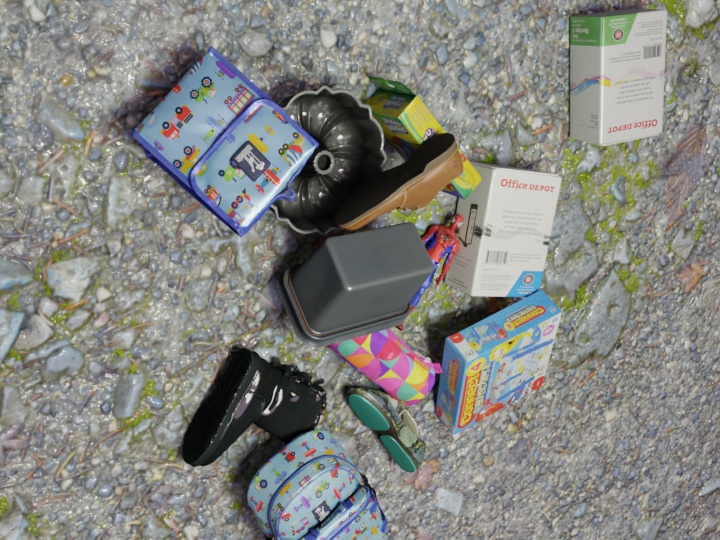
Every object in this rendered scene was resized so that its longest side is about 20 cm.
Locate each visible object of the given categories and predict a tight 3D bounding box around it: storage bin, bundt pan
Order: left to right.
[{"bbox_3d":[-0.065,-0.156,1.248,0.199,0.076,0.206,-9,108,-27],"label":"bundt pan"},{"bbox_3d":[0.000,0.000,1.267,0.197,0.134,0.147,-12,68,-34],"label":"storage bin"}]

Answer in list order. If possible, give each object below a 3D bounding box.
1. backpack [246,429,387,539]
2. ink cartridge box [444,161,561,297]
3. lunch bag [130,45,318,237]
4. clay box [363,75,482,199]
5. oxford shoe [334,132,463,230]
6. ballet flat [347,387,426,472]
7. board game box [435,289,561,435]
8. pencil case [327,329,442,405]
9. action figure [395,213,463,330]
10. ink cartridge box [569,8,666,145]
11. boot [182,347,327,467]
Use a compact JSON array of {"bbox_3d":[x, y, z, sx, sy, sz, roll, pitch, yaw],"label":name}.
[{"bbox_3d":[-0.068,0.347,1.336,0.181,0.134,0.202,-35,134,-16],"label":"backpack"},{"bbox_3d":[0.228,-0.065,1.438,0.144,0.084,0.204,3,102,-31],"label":"ink cartridge box"},{"bbox_3d":[-0.159,-0.150,1.128,0.199,0.094,0.151,40,82,8],"label":"lunch bag"},{"bbox_3d":[0.081,-0.193,1.299,0.048,0.115,0.200,-49,121,-7],"label":"clay box"},{"bbox_3d":[0.058,-0.104,1.232,0.198,0.072,0.072,-31,127,2],"label":"oxford shoe"},{"bbox_3d":[0.046,0.239,1.442,0.074,0.074,0.201,-40,122,-13],"label":"ballet flat"},{"bbox_3d":[0.223,0.153,1.468,0.193,0.056,0.202,-25,142,-22],"label":"board game box"},{"bbox_3d":[0.033,0.128,1.383,0.199,0.088,0.089,37,85,-32],"label":"pencil case"},{"bbox_3d":[0.101,-0.004,1.399,0.065,0.052,0.202,34,83,3],"label":"action figure"},{"bbox_3d":[0.423,-0.321,1.477,0.143,0.084,0.204,-13,110,-26],"label":"ink cartridge box"},{"bbox_3d":[-0.150,0.219,1.316,0.162,0.073,0.200,32,89,-39],"label":"boot"}]
